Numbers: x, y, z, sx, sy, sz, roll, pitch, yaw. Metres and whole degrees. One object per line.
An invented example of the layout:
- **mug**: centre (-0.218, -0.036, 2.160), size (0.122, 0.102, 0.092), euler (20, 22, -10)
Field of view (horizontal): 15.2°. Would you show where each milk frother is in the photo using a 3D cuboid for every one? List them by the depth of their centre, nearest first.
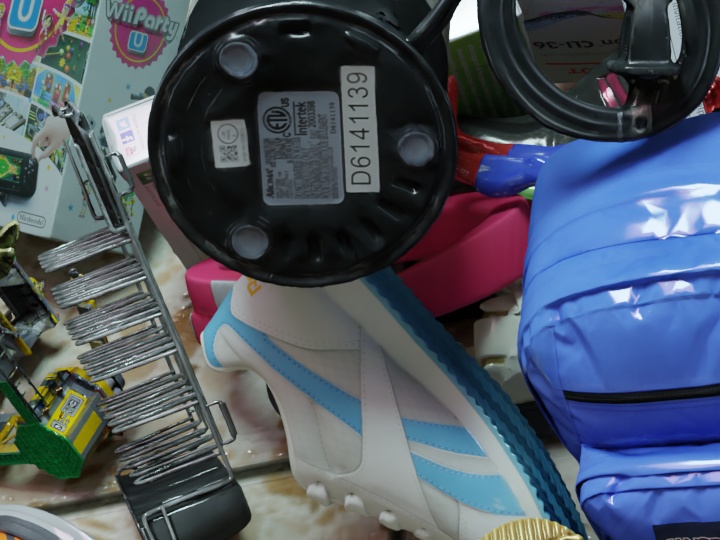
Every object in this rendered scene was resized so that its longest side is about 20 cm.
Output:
- **milk frother**: centre (0.030, -0.102, 1.073), size (0.199, 0.181, 0.188), euler (14, 28, -5)

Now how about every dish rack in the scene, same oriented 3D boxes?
- **dish rack**: centre (-0.104, 0.025, 1.171), size (0.054, 0.201, 0.153), euler (-22, 6, -8)

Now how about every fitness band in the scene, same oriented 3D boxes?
- **fitness band**: centre (0.000, 0.000, 1.230), size (0.143, 0.038, 0.200), euler (-18, 9, -20)

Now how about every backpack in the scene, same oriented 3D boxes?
- **backpack**: centre (0.151, 0.045, 1.045), size (0.162, 0.200, 0.168), euler (-10, 42, 16)

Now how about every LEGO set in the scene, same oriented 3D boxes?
- **LEGO set**: centre (-0.188, 0.002, 1.288), size (0.153, 0.200, 0.116), euler (-15, 34, 43)

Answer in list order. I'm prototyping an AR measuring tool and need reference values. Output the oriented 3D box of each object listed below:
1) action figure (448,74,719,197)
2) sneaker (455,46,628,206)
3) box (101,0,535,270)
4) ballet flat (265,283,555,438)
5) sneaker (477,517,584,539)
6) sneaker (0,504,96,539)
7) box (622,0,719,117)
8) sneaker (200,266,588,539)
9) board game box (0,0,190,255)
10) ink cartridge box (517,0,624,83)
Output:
- **action figure**: centre (0.120, -0.057, 1.154), size (0.200, 0.099, 0.065), euler (25, 21, 18)
- **sneaker**: centre (0.132, -0.073, 1.262), size (0.199, 0.084, 0.077), euler (-6, -1, 10)
- **box**: centre (-0.009, -0.066, 1.291), size (0.199, 0.144, 0.036), euler (-20, 65, 3)
- **ballet flat**: centre (0.047, 0.041, 1.199), size (0.199, 0.073, 0.073), euler (-8, 42, 21)
- **sneaker**: centre (0.109, 0.185, 1.019), size (0.075, 0.090, 0.200), euler (-30, 66, -7)
- **sneaker**: centre (-0.133, 0.175, 1.141), size (0.200, 0.078, 0.112), euler (21, 56, 41)
- **box**: centre (0.228, -0.078, 1.184), size (0.199, 0.157, 0.041), euler (-13, 2, 11)
- **sneaker**: centre (0.021, 0.074, 1.114), size (0.081, 0.200, 0.077), euler (-41, 2, 11)
- **board game box**: centre (-0.160, -0.120, 1.391), size (0.147, 0.064, 0.201), euler (13, 91, 45)
- **ink cartridge box**: centre (0.126, -0.146, 1.293), size (0.116, 0.200, 0.068), euler (-2, 69, 21)
